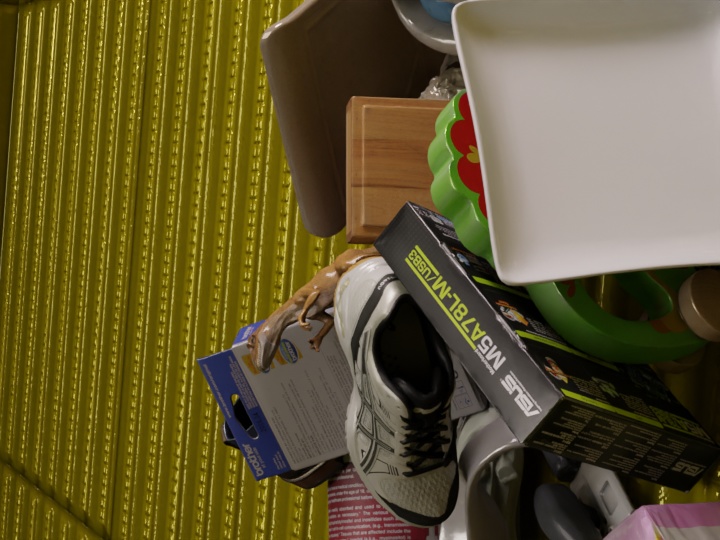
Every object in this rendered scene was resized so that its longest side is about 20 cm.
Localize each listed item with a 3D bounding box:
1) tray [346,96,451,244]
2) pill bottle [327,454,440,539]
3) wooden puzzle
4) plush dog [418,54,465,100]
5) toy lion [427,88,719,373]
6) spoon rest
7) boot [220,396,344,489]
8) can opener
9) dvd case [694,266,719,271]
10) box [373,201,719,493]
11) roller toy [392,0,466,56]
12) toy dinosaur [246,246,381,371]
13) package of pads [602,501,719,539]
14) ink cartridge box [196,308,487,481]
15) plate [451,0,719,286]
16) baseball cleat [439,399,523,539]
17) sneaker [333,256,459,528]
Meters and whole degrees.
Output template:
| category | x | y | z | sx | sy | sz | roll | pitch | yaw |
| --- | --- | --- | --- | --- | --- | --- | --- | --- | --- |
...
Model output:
| category | x | y | z | sx | sy | sz | roll | pitch | yaw |
| --- | --- | --- | --- | --- | --- | --- | --- | --- | --- |
| tray | 0.090 | -0.068 | 1.185 | 0.037 | 0.197 | 0.100 | 140 | 131 | -79 |
| pill bottle | 0.028 | 0.203 | 1.427 | 0.113 | 0.112 | 0.203 | 156 | 114 | -62 |
| wooden puzzle | 0.000 | -0.153 | 1.320 | 0.037 | 0.200 | 0.187 | 14 | 132 | 35 |
| plush dog | 0.095 | -0.129 | 1.320 | 0.200 | 0.160 | 0.173 | -34 | 30 | 57 |
| toy lion | 0.137 | -0.035 | 1.090 | 0.069 | 0.190 | 0.202 | -47 | 50 | 51 |
| spoon rest | 0.089 | 0.171 | 1.220 | 0.100 | 0.060 | 0.201 | -97 | 23 | -47 |
| boot | -0.024 | 0.096 | 1.362 | 0.200 | 0.096 | 0.075 | -48 | 40 | 20 |
| can opener | 0.144 | 0.129 | 1.239 | 0.054 | 0.066 | 0.201 | -67 | 32 | 34 |
| dvd case | 0.224 | -0.086 | 1.156 | 0.149 | 0.016 | 0.202 | 51 | 131 | 54 |
| box | 0.124 | 0.052 | 1.105 | 0.048 | 0.199 | 0.194 | -49 | 51 | 18 |
| roller toy | 0.099 | -0.255 | 1.237 | 0.201 | 0.180 | 0.140 | -91 | -18 | -46 |
| toy dinosaur | 0.000 | 0.000 | 1.220 | 0.061 | 0.199 | 0.106 | 62 | 167 | -22 |
| package of pads | 0.185 | 0.218 | 1.077 | 0.200 | 0.119 | 0.076 | 126 | 140 | -48 |
| ink cartridge box | -0.014 | 0.080 | 1.300 | 0.042 | 0.198 | 0.120 | -74 | -39 | -66 |
| plate | 0.165 | -0.085 | 1.056 | 0.032 | 0.197 | 0.202 | 99 | 164 | -66 |
| baseball cleat | 0.101 | 0.185 | 1.347 | 0.107 | 0.069 | 0.202 | -79 | -1 | -62 |
| sneaker | 0.031 | 0.094 | 1.147 | 0.088 | 0.075 | 0.202 | -148 | 40 | -65 |
